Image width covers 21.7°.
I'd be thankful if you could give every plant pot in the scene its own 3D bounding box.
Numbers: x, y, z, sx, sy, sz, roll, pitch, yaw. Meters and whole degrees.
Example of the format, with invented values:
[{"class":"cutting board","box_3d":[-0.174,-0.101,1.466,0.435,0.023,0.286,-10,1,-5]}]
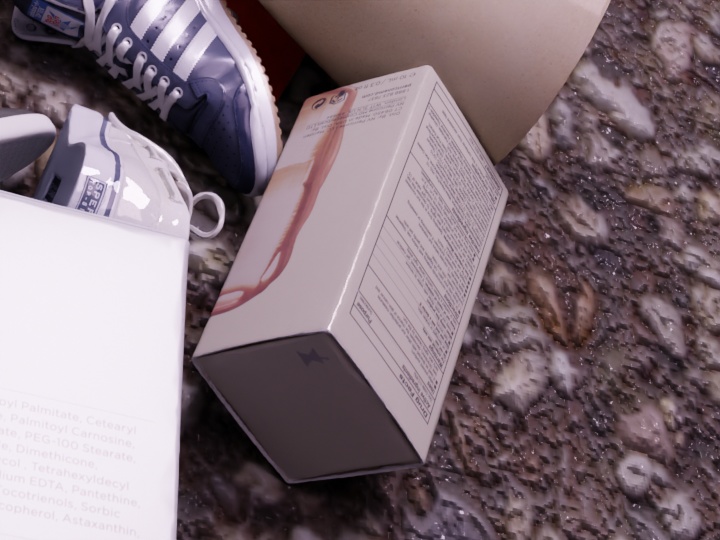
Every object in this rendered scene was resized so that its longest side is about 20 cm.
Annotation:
[{"class":"plant pot","box_3d":[0.017,-0.178,1.061,0.199,0.187,0.188,29,47,-15]}]

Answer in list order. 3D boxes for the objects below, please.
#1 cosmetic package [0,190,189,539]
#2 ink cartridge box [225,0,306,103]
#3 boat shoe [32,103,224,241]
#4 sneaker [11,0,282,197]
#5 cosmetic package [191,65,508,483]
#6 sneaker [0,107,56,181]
[{"class":"cosmetic package","box_3d":[-0.176,0.090,0.776,0.165,0.168,0.201,14,52,-20]},{"class":"ink cartridge box","box_3d":[-0.075,-0.210,1.141,0.162,0.057,0.200,32,42,-5]},{"class":"boat shoe","box_3d":[-0.110,-0.031,0.912,0.086,0.202,0.075,23,91,-16]},{"class":"sneaker","box_3d":[-0.123,-0.121,1.033,0.108,0.070,0.201,-17,75,-27]},{"class":"cosmetic package","box_3d":[0.000,0.000,0.976,0.104,0.087,0.201,57,36,-31]},{"class":"sneaker","box_3d":[-0.251,-0.078,0.923,0.199,0.071,0.100,-15,70,-32]}]
